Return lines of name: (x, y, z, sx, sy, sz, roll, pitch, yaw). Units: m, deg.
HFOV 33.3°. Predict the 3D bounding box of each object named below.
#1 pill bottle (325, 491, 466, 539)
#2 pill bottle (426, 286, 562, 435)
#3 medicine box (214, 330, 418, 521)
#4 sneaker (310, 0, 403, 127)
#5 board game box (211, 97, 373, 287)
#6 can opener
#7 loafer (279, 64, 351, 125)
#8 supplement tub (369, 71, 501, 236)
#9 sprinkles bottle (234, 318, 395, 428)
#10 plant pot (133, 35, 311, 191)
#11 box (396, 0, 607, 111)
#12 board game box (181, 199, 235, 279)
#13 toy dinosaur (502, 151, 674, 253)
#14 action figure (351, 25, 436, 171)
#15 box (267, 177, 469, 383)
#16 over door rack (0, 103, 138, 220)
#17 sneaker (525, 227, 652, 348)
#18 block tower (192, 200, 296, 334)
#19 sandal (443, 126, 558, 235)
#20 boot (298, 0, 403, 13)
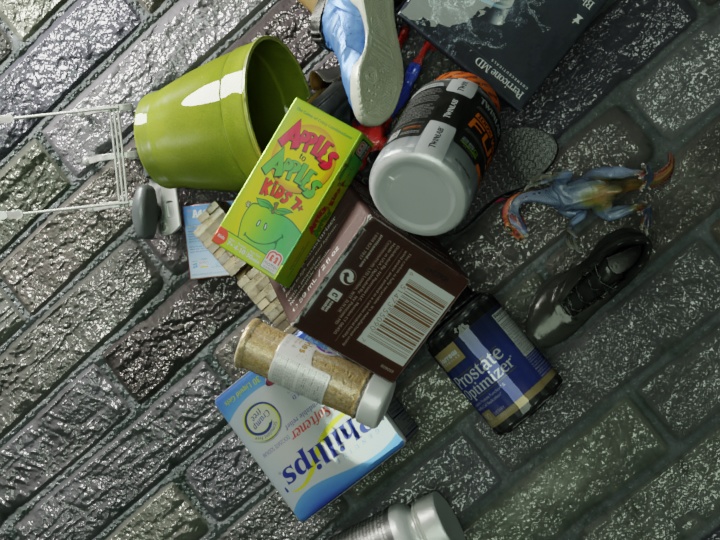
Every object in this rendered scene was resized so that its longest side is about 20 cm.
pill bottle: (0.033, 0.376, 1.576, 0.199, 0.113, 0.114, -30, 86, 12)
pill bottle: (0.156, 0.101, 1.540, 0.112, 0.112, 0.200, -41, 84, 10)
medicine box: (-0.057, 0.193, 1.593, 0.182, 0.103, 0.200, -39, 84, 11)
sneaker: (-0.009, -0.275, 1.506, 0.111, 0.076, 0.202, -5, 90, 54)
board game box: (-0.081, -0.093, 1.434, 0.101, 0.048, 0.201, 30, 89, 23)
can opener: (-0.281, -0.145, 1.643, 0.052, 0.066, 0.202, -7, 87, 34)
loafer: (-0.032, -0.237, 1.547, 0.072, 0.073, 0.201, 35, 62, -17)
supplement tub: (0.095, -0.144, 1.418, 0.122, 0.200, 0.123, 13, 133, 14)
sprinkles bottle: (-0.057, 0.128, 1.503, 0.199, 0.068, 0.069, 23, 97, 10)
plant pot: (-0.184, -0.186, 1.569, 0.192, 0.200, 0.202, -9, 91, 23)
box: (0.179, -0.338, 1.493, 0.196, 0.117, 0.200, 37, 100, -7)
board game box: (-0.142, -0.049, 1.642, 0.199, 0.019, 0.104, -6, 93, 12)
toy dinosaur: (0.277, -0.083, 1.516, 0.181, 0.200, 0.106, 2, 104, 36)
action figure: (0.037, -0.209, 1.583, 0.065, 0.099, 0.201, 23, 74, 12)
box: (0.000, 0.000, 1.494, 0.164, 0.200, 0.166, 31, 102, -26)
over door rack: (-0.407, -0.151, 1.660, 0.198, 0.067, 0.149, -6, 91, -9)
sneaker: (0.285, 0.018, 1.506, 0.076, 0.091, 0.200, 44, 89, 0)
block tower: (-0.140, -0.002, 1.608, 0.054, 0.058, 0.200, -43, 83, 11)
sandal: (0.172, -0.119, 1.568, 0.200, 0.045, 0.075, -37, 79, 25)
boot: (-0.033, -0.416, 1.582, 0.175, 0.066, 0.200, -40, 83, 10)
